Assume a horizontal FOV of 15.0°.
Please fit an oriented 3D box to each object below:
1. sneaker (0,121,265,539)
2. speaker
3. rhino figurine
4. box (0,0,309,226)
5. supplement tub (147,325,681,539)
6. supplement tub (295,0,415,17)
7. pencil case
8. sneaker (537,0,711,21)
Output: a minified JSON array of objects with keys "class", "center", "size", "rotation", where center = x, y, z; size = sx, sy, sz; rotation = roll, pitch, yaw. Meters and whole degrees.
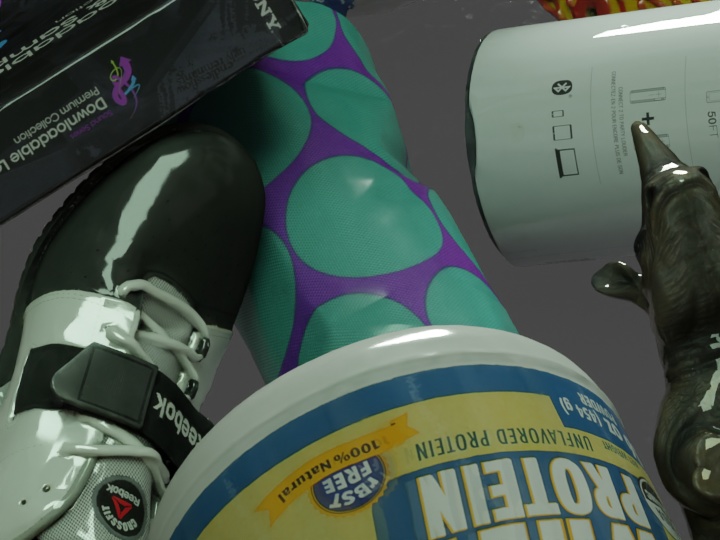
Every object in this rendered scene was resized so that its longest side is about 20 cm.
[{"class":"sneaker","center":[-0.074,0.053,0.800],"size":[0.088,0.074,0.200],"rotation":[23,82,55]},{"class":"speaker","center":[0.139,-0.050,0.871],"size":[0.199,0.081,0.081],"rotation":[-6,47,23]},{"class":"rhino figurine","center":[0.111,0.050,0.752],"size":[0.060,0.087,0.201],"rotation":[-22,78,-2]},{"class":"box","center":[-0.103,-0.066,0.888],"size":[0.143,0.036,0.200],"rotation":[-34,19,-5]},{"class":"supplement tub","center":[0.035,0.130,0.721],"size":[0.144,0.145,0.200],"rotation":[-17,50,-9]},{"class":"supplement tub","center":[-0.034,-0.194,0.951],"size":[0.140,0.200,0.141],"rotation":[-29,41,29]},{"class":"pencil case","center":[0.000,0.000,0.876],"size":[0.092,0.085,0.200],"rotation":[6,41,-35]},{"class":"sneaker","center":[0.143,-0.101,0.956],"size":[0.199,0.073,0.077],"rotation":[18,20,26]}]
